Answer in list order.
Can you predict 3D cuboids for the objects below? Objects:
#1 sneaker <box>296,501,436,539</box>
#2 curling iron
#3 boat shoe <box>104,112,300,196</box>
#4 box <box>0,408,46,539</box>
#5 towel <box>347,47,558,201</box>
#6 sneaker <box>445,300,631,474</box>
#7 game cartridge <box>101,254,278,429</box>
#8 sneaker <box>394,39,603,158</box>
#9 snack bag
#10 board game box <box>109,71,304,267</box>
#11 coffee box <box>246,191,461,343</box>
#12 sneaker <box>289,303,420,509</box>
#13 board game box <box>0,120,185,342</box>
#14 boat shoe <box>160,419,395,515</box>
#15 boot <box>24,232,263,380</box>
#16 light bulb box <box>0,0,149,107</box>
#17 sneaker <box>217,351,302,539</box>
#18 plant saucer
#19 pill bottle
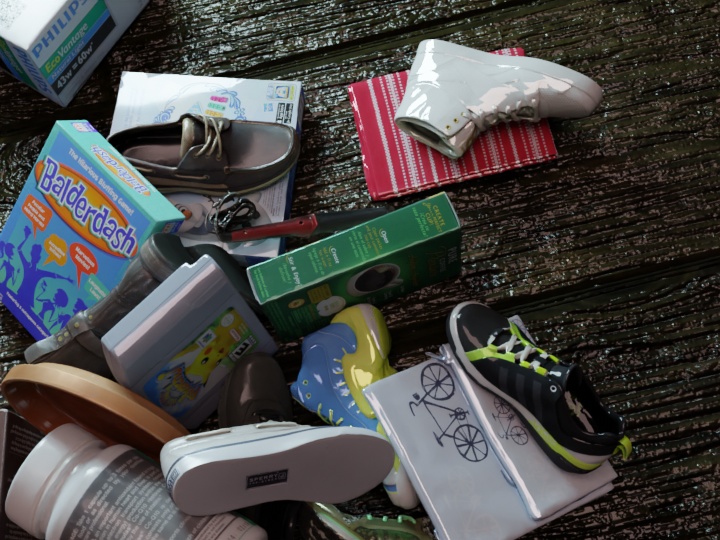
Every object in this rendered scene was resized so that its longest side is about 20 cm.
[{"bbox_3d":[0.032,0.254,0.924,0.199,0.077,0.089,28,45,15],"label":"sneaker"},{"bbox_3d":[-0.056,-0.054,1.007,0.199,0.026,0.050,-2,99,-21],"label":"curling iron"},{"bbox_3d":[-0.160,-0.116,1.003,0.199,0.073,0.075,-9,72,2],"label":"boat shoe"},{"bbox_3d":[-0.345,0.237,0.933,0.075,0.100,0.201,-6,70,4],"label":"box"},{"bbox_3d":[0.093,-0.156,1.069,0.199,0.023,0.145,-13,69,-1],"label":"towel"},{"bbox_3d":[0.166,0.092,0.910,0.200,0.083,0.072,45,51,8],"label":"sneaker"},{"bbox_3d":[-0.152,0.075,0.917,0.133,0.200,0.040,-40,64,-8],"label":"game cartridge"},{"bbox_3d":[0.135,-0.157,1.021,0.199,0.074,0.116,15,71,20],"label":"sneaker"},{"bbox_3d":[0.117,0.149,0.920,0.199,0.021,0.189,-18,69,-30],"label":"snack bag"},{"bbox_3d":[-0.168,-0.108,1.063,0.198,0.043,0.201,5,72,5],"label":"board game box"},{"bbox_3d":[0.000,0.000,0.973,0.199,0.123,0.044,-22,68,-1],"label":"coffee box"},{"bbox_3d":[-0.005,0.136,0.960,0.105,0.076,0.201,-20,65,13],"label":"sneaker"},{"bbox_3d":[-0.277,-0.022,0.988,0.152,0.045,0.200,42,114,17],"label":"board game box"},{"bbox_3d":[-0.069,0.157,0.848,0.199,0.072,0.066,-6,28,-24],"label":"boat shoe"},{"bbox_3d":[-0.201,0.049,0.965,0.174,0.200,0.069,-43,59,13],"label":"boot"},{"bbox_3d":[-0.359,-0.325,1.111,0.200,0.125,0.199,32,76,13],"label":"light bulb box"},{"bbox_3d":[-0.082,0.173,0.923,0.076,0.091,0.201,2,78,-29],"label":"sneaker"},{"bbox_3d":[-0.224,0.139,0.904,0.199,0.201,0.032,18,61,11],"label":"plant saucer"},{"bbox_3d":[-0.187,0.217,0.844,0.199,0.113,0.113,29,76,12],"label":"pill bottle"}]
